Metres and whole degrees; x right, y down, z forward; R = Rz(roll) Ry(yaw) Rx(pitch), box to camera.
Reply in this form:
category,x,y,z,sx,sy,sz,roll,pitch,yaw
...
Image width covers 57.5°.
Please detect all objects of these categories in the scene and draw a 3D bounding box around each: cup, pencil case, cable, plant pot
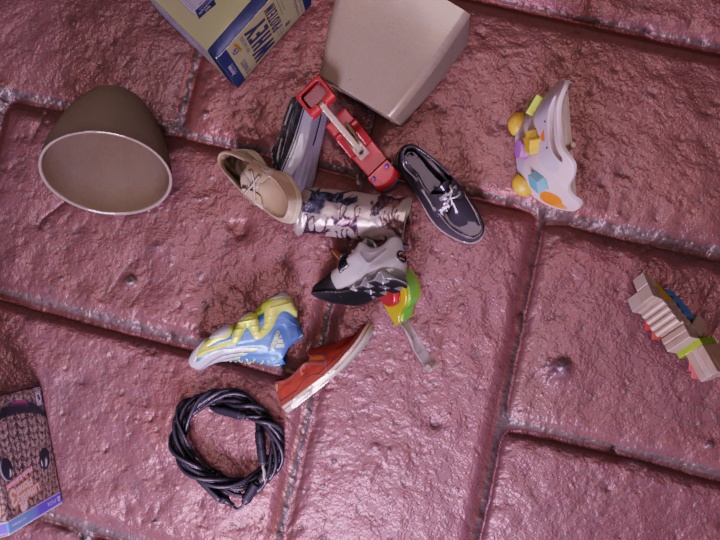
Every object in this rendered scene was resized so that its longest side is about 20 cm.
category,x,y,z,sx,sy,sz,roll,pitch,yaw
cup,-0.399,-0.208,1.051,0.195,0.202,0.146,-8,60,3
pencil case,-0.013,-0.086,1.062,0.194,0.090,0.080,6,60,7
cable,-0.221,0.278,1.075,0.200,0.051,0.164,43,90,5
plant pot,0.042,-0.343,1.028,0.197,0.200,0.180,30,102,4

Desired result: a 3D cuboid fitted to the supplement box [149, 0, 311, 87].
category,x,y,z,sx,sy,sz,roll,pitch,yaw
supplement box,-0.220,-0.456,1.065,0.200,0.134,0.200,43,90,4

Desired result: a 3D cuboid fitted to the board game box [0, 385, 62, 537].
category,x,y,z,sx,sy,sz,roll,pitch,yaw
board game box,-0.573,0.301,1.038,0.094,0.159,0.205,-13,88,2

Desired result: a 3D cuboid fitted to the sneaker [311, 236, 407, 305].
category,x,y,z,sx,sy,sz,roll,pitch,yaw
sneaker,0.000,0.000,1.038,0.197,0.073,0.091,-16,61,41

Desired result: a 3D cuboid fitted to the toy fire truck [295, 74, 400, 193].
category,x,y,z,sx,sy,sz,roll,pitch,yaw
toy fire truck,-0.012,-0.206,1.026,0.049,0.141,0.201,-39,96,9

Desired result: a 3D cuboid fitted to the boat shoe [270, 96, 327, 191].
category,x,y,z,sx,sy,sz,roll,pitch,yaw
boat shoe,-0.112,-0.187,1.087,0.070,0.072,0.205,21,93,28

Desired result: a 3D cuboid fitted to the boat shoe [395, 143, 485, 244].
category,x,y,z,sx,sy,sz,roll,pitch,yaw
boat shoe,0.129,-0.124,1.068,0.072,0.063,0.201,-40,86,0

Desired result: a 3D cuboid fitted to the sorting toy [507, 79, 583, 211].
category,x,y,z,sx,sy,sz,roll,pitch,yaw
sorting toy,0.296,-0.201,1.004,0.104,0.180,0.206,-4,87,3

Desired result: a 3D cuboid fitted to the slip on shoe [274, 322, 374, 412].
category,x,y,z,sx,sy,sz,roll,pitch,yaw
slip on shoe,-0.060,0.148,1.064,0.199,0.074,0.062,-39,83,6

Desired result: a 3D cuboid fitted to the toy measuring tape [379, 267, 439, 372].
category,x,y,z,sx,sy,sz,roll,pitch,yaw
toy measuring tape,0.082,0.062,1.053,0.073,0.074,0.203,-30,81,1

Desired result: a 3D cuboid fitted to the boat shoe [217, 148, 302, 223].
category,x,y,z,sx,sy,sz,roll,pitch,yaw
boat shoe,-0.161,-0.136,1.034,0.200,0.064,0.073,44,120,38

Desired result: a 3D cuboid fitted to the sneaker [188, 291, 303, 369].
category,x,y,z,sx,sy,sz,roll,pitch,yaw
sneaker,-0.179,0.126,1.067,0.198,0.076,0.106,-33,87,0

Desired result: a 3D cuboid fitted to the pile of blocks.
category,x,y,z,sx,sy,sz,roll,pitch,yaw
pile of blocks,0.501,0.095,1.049,0.202,0.081,0.062,54,134,13
